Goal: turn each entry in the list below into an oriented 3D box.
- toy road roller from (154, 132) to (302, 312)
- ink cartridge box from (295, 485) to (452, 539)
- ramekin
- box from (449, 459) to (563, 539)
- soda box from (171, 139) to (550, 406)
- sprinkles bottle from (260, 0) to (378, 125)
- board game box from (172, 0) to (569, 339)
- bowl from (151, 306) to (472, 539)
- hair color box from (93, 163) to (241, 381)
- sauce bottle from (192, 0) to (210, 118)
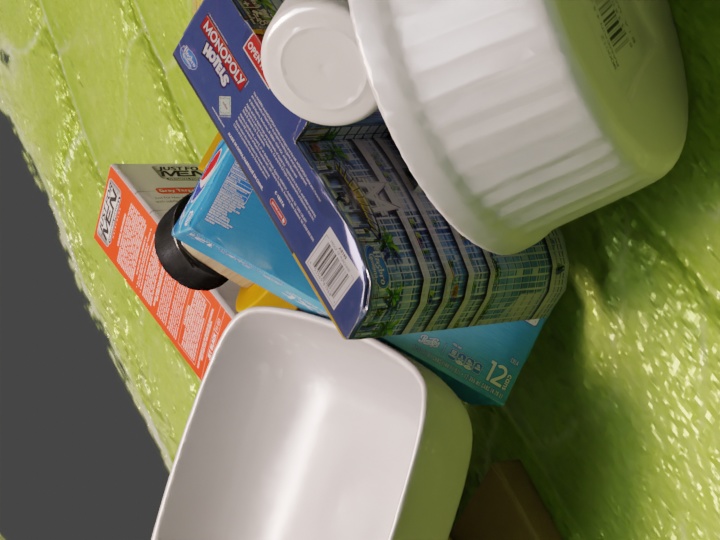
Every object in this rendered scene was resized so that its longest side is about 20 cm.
[{"bbox_3d":[-0.020,-0.052,1.456,0.123,0.146,0.201,-37,24,53],"label":"toy road roller"},{"bbox_3d":[-0.002,0.209,1.404,0.200,0.083,0.146,52,133,45],"label":"ink cartridge box"},{"bbox_3d":[0.084,-0.118,1.181,0.097,0.200,0.202,-19,73,25],"label":"ramekin"},{"bbox_3d":[0.092,0.234,1.353,0.201,0.021,0.164,63,140,36],"label":"box"},{"bbox_3d":[0.000,0.000,1.310,0.064,0.199,0.068,-61,10,-8],"label":"soda box"},{"bbox_3d":[0.008,-0.150,1.242,0.200,0.068,0.069,-63,-3,-55],"label":"sprinkles bottle"},{"bbox_3d":[0.031,-0.065,1.279,0.201,0.199,0.062,58,132,26],"label":"board game box"},{"bbox_3d":[-0.021,0.130,1.306,0.199,0.074,0.202,19,92,50],"label":"bowl"},{"bbox_3d":[-0.087,0.003,1.556,0.200,0.101,0.062,49,132,47],"label":"hair color box"},{"bbox_3d":[-0.077,-0.146,1.568,0.065,0.064,0.202,-3,91,58],"label":"sauce bottle"}]
